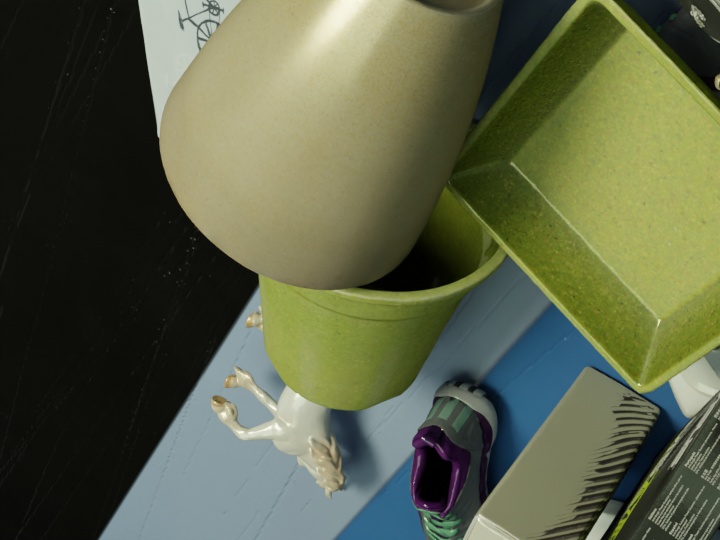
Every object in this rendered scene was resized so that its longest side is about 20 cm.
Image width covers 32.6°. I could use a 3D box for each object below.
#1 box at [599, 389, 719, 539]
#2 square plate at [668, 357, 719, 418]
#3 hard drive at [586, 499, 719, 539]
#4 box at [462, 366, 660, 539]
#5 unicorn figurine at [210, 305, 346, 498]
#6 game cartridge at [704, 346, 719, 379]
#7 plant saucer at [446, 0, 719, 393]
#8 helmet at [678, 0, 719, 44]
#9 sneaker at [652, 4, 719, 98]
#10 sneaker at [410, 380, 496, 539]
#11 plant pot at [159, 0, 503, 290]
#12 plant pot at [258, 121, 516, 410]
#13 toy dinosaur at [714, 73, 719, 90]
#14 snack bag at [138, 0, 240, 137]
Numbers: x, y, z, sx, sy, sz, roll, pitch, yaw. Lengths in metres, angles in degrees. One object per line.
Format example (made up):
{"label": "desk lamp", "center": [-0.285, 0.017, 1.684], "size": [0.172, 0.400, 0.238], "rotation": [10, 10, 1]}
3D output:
{"label": "box", "center": [0.190, 0.179, 0.811], "size": [0.047, 0.200, 0.194], "rotation": [34, 161, 14]}
{"label": "square plate", "center": [0.263, 0.005, 0.814], "size": [0.197, 0.028, 0.202], "rotation": [-15, 107, 41]}
{"label": "hard drive", "center": [0.211, 0.246, 0.998], "size": [0.198, 0.027, 0.133], "rotation": [12, 123, 29]}
{"label": "box", "center": [0.140, 0.158, 0.876], "size": [0.068, 0.200, 0.083], "rotation": [30, 130, 16]}
{"label": "unicorn figurine", "center": [-0.054, 0.115, 1.070], "size": [0.136, 0.074, 0.201], "rotation": [28, 124, 5]}
{"label": "game cartridge", "center": [0.301, 0.058, 0.777], "size": [0.200, 0.040, 0.133], "rotation": [47, 129, 2]}
{"label": "plant saucer", "center": [0.167, -0.048, 0.742], "size": [0.200, 0.048, 0.200], "rotation": [47, 144, 5]}
{"label": "helmet", "center": [0.233, -0.192, 0.608], "size": [0.197, 0.192, 0.202], "rotation": [-1, 128, -2]}
{"label": "sneaker", "center": [0.195, -0.133, 0.770], "size": [0.198, 0.074, 0.089], "rotation": [6, 87, 41]}
{"label": "sneaker", "center": [0.065, 0.192, 1.016], "size": [0.074, 0.087, 0.202], "rotation": [14, 123, 28]}
{"label": "plant pot", "center": [-0.001, -0.118, 0.721], "size": [0.187, 0.187, 0.200], "rotation": [45, 141, 4]}
{"label": "plant pot", "center": [0.000, 0.000, 0.904], "size": [0.199, 0.200, 0.185], "rotation": [32, 141, 15]}
{"label": "toy dinosaur", "center": [0.277, -0.046, 0.653], "size": [0.200, 0.101, 0.058], "rotation": [42, 105, -16]}
{"label": "snack bag", "center": [-0.096, -0.173, 0.965], "size": [0.198, 0.021, 0.191], "rotation": [12, 122, 29]}
